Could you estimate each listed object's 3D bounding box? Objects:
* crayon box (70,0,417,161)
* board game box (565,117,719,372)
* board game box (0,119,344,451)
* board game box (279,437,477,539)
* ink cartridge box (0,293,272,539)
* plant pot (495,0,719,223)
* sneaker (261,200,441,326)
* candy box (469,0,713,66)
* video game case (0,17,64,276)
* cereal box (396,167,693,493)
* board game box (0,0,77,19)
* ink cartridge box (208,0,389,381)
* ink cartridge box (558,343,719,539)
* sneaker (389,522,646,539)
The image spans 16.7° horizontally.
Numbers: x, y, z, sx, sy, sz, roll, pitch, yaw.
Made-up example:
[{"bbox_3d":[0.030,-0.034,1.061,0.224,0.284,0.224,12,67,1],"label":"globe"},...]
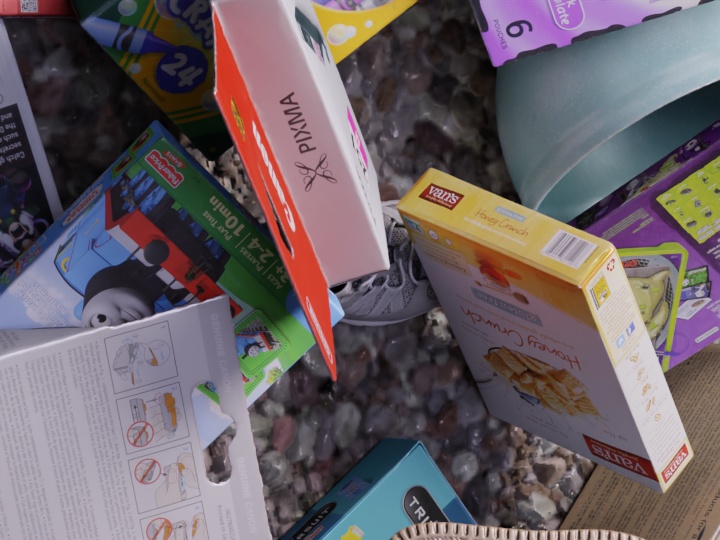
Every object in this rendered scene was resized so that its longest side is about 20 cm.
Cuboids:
[{"bbox_3d":[-0.049,-0.170,1.384,0.200,0.052,0.126,-38,127,8],"label":"crayon box"},{"bbox_3d":[0.183,0.001,1.515,0.120,0.199,0.032,45,27,-21],"label":"board game box"},{"bbox_3d":[-0.131,0.040,1.369,0.200,0.037,0.151,-44,112,6],"label":"board game box"},{"bbox_3d":[-0.001,0.223,1.479,0.200,0.047,0.151,-42,108,-23],"label":"board game box"},{"bbox_3d":[-0.159,0.104,1.351,0.199,0.050,0.162,-17,113,-19],"label":"ink cartridge box"},{"bbox_3d":[0.163,-0.128,1.510,0.199,0.200,0.135,-17,70,-28],"label":"plant pot"},{"bbox_3d":[0.000,0.000,1.462,0.199,0.082,0.075,-9,94,-29],"label":"sneaker"},{"bbox_3d":[0.142,-0.226,1.366,0.199,0.072,0.169,-16,121,12],"label":"candy box"},{"bbox_3d":[-0.269,-0.054,1.348,0.199,0.023,0.183,-21,99,-29],"label":"video game case"},{"bbox_3d":[0.110,0.038,1.447,0.040,0.143,0.201,-48,138,-21],"label":"cereal box"},{"bbox_3d":[-0.177,-0.244,1.390,0.102,0.019,0.202,-5,92,-44],"label":"board game box"},{"bbox_3d":[-0.031,-0.071,1.312,0.043,0.174,0.201,-17,126,6],"label":"ink cartridge box"},{"bbox_3d":[0.216,0.144,1.534,0.075,0.164,0.201,42,71,-23],"label":"ink cartridge box"},{"bbox_3d":[0.103,0.191,1.430,0.198,0.109,0.071,10,71,-4],"label":"sneaker"}]
